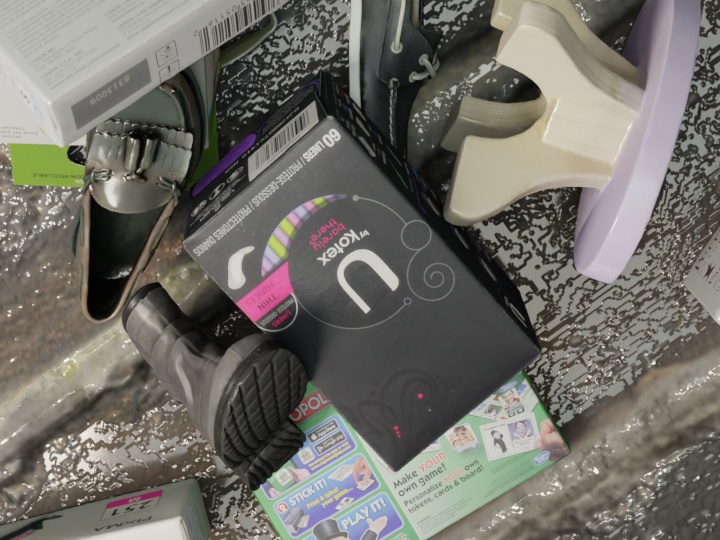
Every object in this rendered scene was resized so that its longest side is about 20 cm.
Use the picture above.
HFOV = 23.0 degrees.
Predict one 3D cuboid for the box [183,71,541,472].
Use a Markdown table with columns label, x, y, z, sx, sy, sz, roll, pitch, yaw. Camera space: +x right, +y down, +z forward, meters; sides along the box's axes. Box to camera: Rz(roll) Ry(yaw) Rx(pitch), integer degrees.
| label | x | y | z | sx | sy | sz | roll | pitch | yaw |
| --- | --- | --- | --- | --- | --- | --- | --- | --- | --- |
| box | 0.000 | 0.000 | 1.081 | 0.122 | 0.106 | 0.200 | -40 | 108 | 11 |

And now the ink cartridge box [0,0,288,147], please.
| label | x | y | z | sx | sy | sz | roll | pitch | yaw |
| --- | --- | --- | --- | --- | --- | --- | --- | --- | --- |
| ink cartridge box | -0.159 | -0.183 | 0.987 | 0.159 | 0.047 | 0.200 | -35 | 64 | -17 |

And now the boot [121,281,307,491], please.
| label | x | y | z | sx | sy | sz | roll | pitch | yaw |
| --- | --- | --- | --- | --- | --- | --- | --- | --- | --- |
| boot | -0.099 | 0.057 | 1.085 | 0.070 | 0.200 | 0.132 | -39 | 74 | -18 |

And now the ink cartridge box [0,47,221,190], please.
| label | x | y | z | sx | sy | sz | roll | pitch | yaw |
| --- | --- | --- | --- | --- | --- | --- | --- | --- | --- |
| ink cartridge box | -0.160 | -0.101 | 1.084 | 0.146 | 0.076 | 0.201 | 1 | 136 | 0 |

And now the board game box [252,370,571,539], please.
| label | x | y | z | sx | sy | sz | roll | pitch | yaw |
| --- | --- | --- | --- | --- | --- | --- | --- | --- | --- |
| board game box | 0.023 | 0.113 | 1.187 | 0.199 | 0.029 | 0.135 | -31 | 95 | 5 |

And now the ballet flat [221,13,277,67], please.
| label | x | y | z | sx | sy | sz | roll | pitch | yaw |
| --- | --- | --- | --- | --- | --- | --- | --- | --- | --- |
| ballet flat | -0.067 | -0.192 | 1.135 | 0.074 | 0.074 | 0.200 | 44 | 98 | -5 |

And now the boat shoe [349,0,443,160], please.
| label | x | y | z | sx | sy | sz | roll | pitch | yaw |
| --- | --- | --- | --- | --- | --- | --- | --- | --- | --- |
| boat shoe | 0.023 | -0.151 | 1.127 | 0.060 | 0.076 | 0.203 | -3 | 99 | 7 |

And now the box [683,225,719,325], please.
| label | x | y | z | sx | sy | sz | roll | pitch | yaw |
| --- | --- | --- | --- | --- | --- | --- | --- | --- | --- |
| box | 0.344 | -0.006 | 1.113 | 0.199 | 0.131 | 0.200 | 34 | 97 | -3 |

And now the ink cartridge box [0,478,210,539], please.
| label | x | y | z | sx | sy | sz | roll | pitch | yaw |
| --- | --- | --- | --- | --- | --- | --- | --- | --- | --- |
| ink cartridge box | -0.202 | 0.197 | 1.129 | 0.198 | 0.174 | 0.044 | -14 | 98 | 3 |

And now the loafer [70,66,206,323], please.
| label | x | y | z | sx | sy | sz | roll | pitch | yaw |
| --- | --- | --- | --- | --- | --- | --- | --- | --- | --- |
| loafer | -0.134 | -0.043 | 1.046 | 0.071 | 0.063 | 0.201 | 10 | 142 | -10 |

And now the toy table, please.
| label | x | y | z | sx | sy | sz | roll | pitch | yaw |
| --- | --- | --- | --- | --- | --- | --- | --- | --- | --- |
| toy table | 0.126 | -0.102 | 1.091 | 0.116 | 0.184 | 0.202 | 18 | 58 | -7 |
